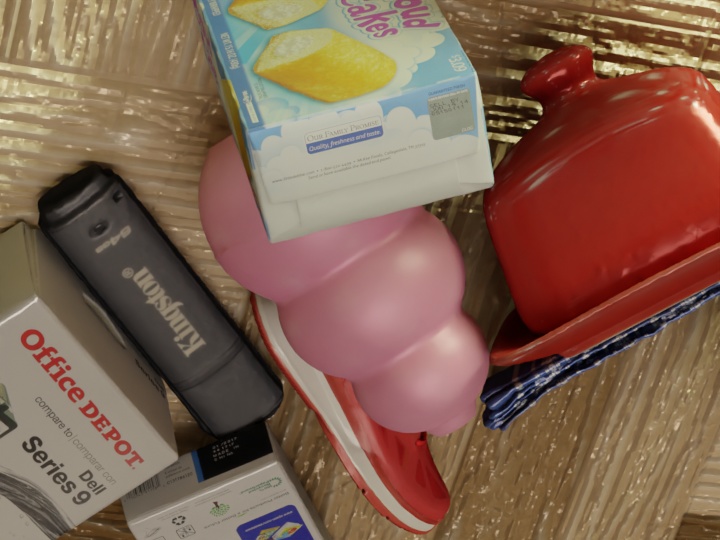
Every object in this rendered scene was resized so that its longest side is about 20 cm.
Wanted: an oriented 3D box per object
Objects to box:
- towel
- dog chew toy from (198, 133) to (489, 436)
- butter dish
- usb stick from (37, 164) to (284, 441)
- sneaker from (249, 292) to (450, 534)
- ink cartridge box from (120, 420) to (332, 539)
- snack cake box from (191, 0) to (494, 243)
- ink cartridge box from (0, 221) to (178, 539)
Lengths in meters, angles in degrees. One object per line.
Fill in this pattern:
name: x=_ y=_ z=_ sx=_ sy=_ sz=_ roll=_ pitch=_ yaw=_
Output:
towel: x=0.158 y=0.033 z=1.335 sx=0.199 sy=0.145 sz=0.024 roll=-29 pitch=90 yaw=4
dog chew toy: x=0.000 y=0.000 z=1.244 sx=0.124 sy=0.125 sz=0.201 roll=-33 pitch=95 yaw=7
butter dish: x=0.138 y=-0.054 z=1.265 sx=0.199 sy=0.200 sz=0.148 roll=-27 pitch=93 yaw=11
usb stick: x=-0.112 y=0.022 z=1.313 sx=0.055 sy=0.033 sz=0.200 roll=-31 pitch=124 yaw=7
sneaker: x=0.030 y=0.064 z=1.352 sx=0.115 sy=0.078 sz=0.200 roll=-31 pitch=125 yaw=7
ink cartridge box: x=-0.067 y=0.179 z=1.408 sx=0.099 sy=0.039 sz=0.200 roll=-23 pitch=135 yaw=1
snack cake box: x=-0.015 y=-0.103 z=1.157 sx=0.114 sy=0.200 sz=0.067 roll=-15 pitch=124 yaw=-5
ink cartridge box: x=-0.224 y=0.090 z=1.294 sx=0.199 sy=0.084 sz=0.146 roll=-33 pitch=123 yaw=7
